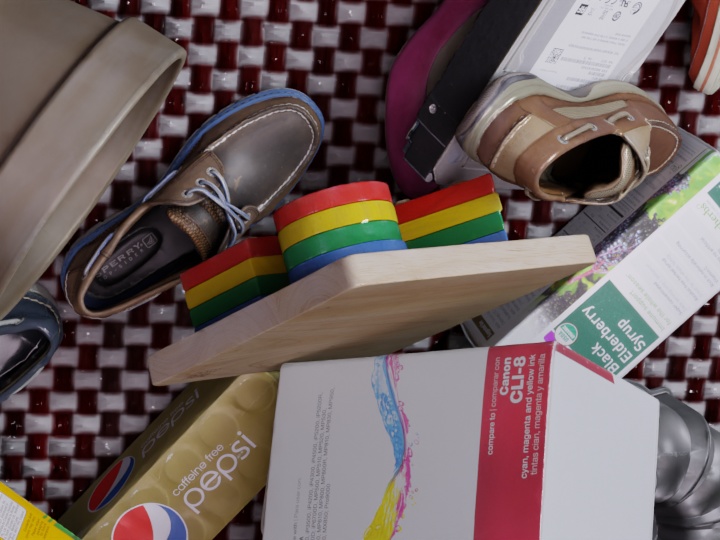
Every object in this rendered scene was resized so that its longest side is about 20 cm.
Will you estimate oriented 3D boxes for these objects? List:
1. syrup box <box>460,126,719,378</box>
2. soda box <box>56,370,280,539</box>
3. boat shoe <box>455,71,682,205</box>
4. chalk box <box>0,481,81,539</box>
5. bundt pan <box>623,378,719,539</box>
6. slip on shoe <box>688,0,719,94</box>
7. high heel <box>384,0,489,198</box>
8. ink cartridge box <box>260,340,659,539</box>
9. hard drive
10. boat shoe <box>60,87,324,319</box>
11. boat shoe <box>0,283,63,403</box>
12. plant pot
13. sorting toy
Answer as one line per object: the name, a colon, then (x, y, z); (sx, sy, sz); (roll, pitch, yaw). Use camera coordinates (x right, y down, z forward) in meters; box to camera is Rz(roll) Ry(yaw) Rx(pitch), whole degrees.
syrup box: (0.168, 0.006, 1.313); (0.200, 0.081, 0.079); (-42, 109, 3)
soda box: (-0.118, 0.138, 1.310); (0.068, 0.064, 0.200); (42, 96, -19)
boat shoe: (0.138, -0.069, 1.212); (0.200, 0.072, 0.076); (-4, 133, -49)
chalk box: (-0.290, 0.213, 1.247); (0.200, 0.125, 0.124); (-27, 124, 38)
bundt pan: (0.187, 0.177, 1.343); (0.201, 0.076, 0.203); (-4, 98, -27)
slip on shoe: (0.226, -0.211, 1.269); (0.061, 0.074, 0.201); (11, 116, 22)
high heel: (0.078, -0.132, 1.240); (0.067, 0.096, 0.201); (12, 101, -44)
ink cartridge box: (0.059, 0.134, 1.217); (0.145, 0.199, 0.145); (28, 62, -52)
hard drive: (0.122, -0.137, 1.219); (0.139, 0.038, 0.200); (2, 129, -49)
boat shoe: (-0.100, -0.033, 1.254); (0.200, 0.072, 0.072); (-41, 110, 4)
boat shoe: (-0.276, 0.079, 1.262); (0.199, 0.062, 0.075); (-26, 114, 0)
plant pot: (-0.227, -0.095, 1.165); (0.173, 0.200, 0.200); (35, 99, -2)
sorting toy: (0.000, 0.000, 1.199); (0.200, 0.199, 0.070); (-5, 75, -43)
